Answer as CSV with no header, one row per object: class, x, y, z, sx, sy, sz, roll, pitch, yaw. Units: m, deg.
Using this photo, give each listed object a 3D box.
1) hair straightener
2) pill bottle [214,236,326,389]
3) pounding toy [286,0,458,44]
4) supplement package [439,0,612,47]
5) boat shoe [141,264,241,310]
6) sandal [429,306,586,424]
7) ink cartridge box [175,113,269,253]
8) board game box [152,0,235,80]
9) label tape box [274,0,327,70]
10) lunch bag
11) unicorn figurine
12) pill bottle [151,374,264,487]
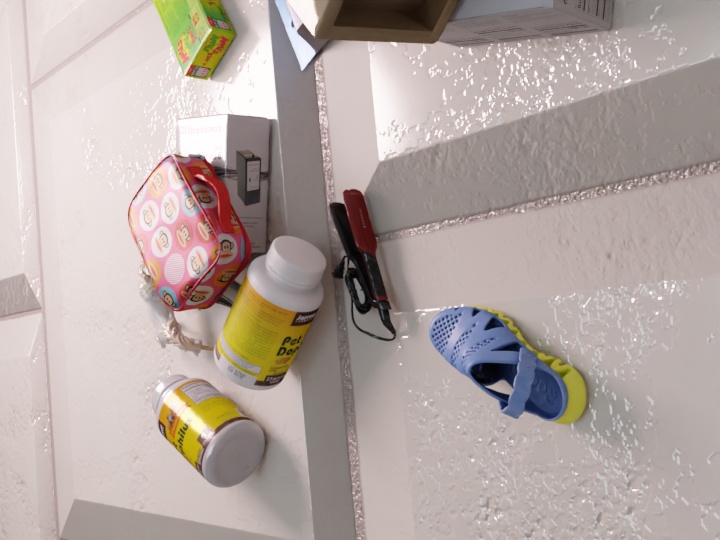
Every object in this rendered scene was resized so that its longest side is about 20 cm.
hair straightener,0.000,0.000,1.050,0.077,0.041,0.203,-33,72,45
pill bottle,-0.120,0.057,1.108,0.109,0.108,0.202,47,123,34
pounding toy,0.032,-0.341,0.758,0.143,0.182,0.201,56,136,28
supplement package,0.149,-0.325,0.828,0.198,0.110,0.158,9,97,45
boat shoe,-0.245,0.025,1.237,0.198,0.071,0.064,28,92,16
sandal,0.142,0.097,0.864,0.199,0.086,0.081,30,113,44
ink cartridge box,-0.213,-0.131,1.227,0.144,0.083,0.204,6,96,45
board game box,-0.277,-0.422,1.315,0.102,0.047,0.202,-45,59,37
label tape box,-0.067,-0.392,1.085,0.200,0.063,0.146,-39,64,39
lunch bag,-0.239,-0.063,1.139,0.176,0.081,0.202,-45,63,32
unicorn figurine,-0.319,0.078,1.335,0.201,0.074,0.137,53,163,-8
pill bottle,-0.243,0.239,1.252,0.199,0.108,0.111,28,111,42
